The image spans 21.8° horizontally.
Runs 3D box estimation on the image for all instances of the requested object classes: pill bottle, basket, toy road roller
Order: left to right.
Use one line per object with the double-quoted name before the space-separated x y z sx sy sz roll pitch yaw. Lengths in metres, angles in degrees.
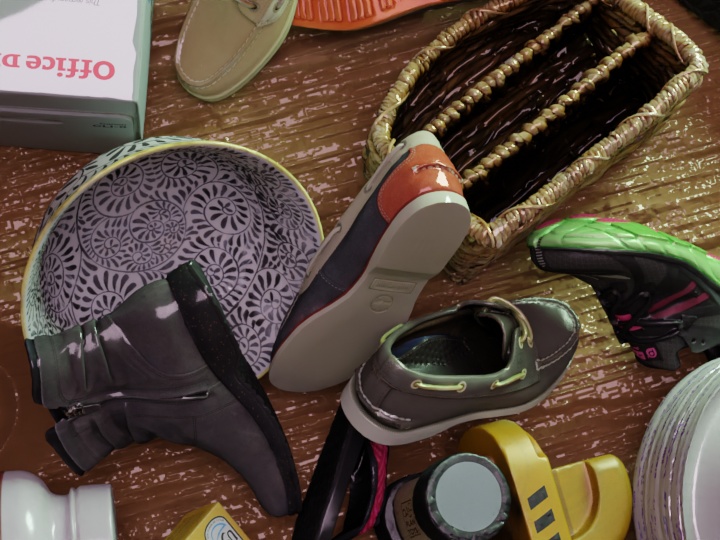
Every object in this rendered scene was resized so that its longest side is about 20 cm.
"pill bottle" -0.250 0.183 1.156 0.198 0.112 0.113 -5 80 -6
"basket" 0.103 -0.110 1.224 0.200 0.149 0.143 -38 85 -10
"toy road roller" 0.106 0.194 1.184 0.145 0.123 0.201 -13 80 -19

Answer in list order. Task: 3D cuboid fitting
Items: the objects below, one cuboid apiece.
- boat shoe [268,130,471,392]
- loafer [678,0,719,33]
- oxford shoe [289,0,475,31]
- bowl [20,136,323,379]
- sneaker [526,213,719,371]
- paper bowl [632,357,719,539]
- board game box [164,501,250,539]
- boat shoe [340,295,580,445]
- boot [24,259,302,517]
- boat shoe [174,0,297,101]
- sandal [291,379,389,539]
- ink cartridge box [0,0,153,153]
"boat shoe" 0.000 0.000 1.164 0.071 0.200 0.063 8 45 -33
"loafer" 0.273 -0.201 1.302 0.071 0.073 0.200 -40 90 -21
"oxford shoe" 0.022 -0.199 1.280 0.198 0.073 0.072 -3 91 13
"bowl" -0.131 -0.013 1.195 0.200 0.202 0.094 -26 39 -9
"sneaker" 0.193 0.020 1.221 0.199 0.077 0.084 21 90 -26
"paper bowl" 0.280 0.148 1.185 0.199 0.104 0.202 3 82 -24
"board game box" -0.076 0.266 1.133 0.200 0.040 0.153 51 49 -11
"boat shoe" 0.076 0.053 1.191 0.201 0.060 0.072 -18 59 -41
"boot" -0.124 0.096 1.175 0.131 0.070 0.201 -27 118 -4
"boat shoe" -0.071 -0.204 1.236 0.071 0.064 0.201 35 105 16
"sandal" 0.001 0.124 1.212 0.045 0.075 0.201 23 76 -12
"ink cartridge box" -0.206 -0.188 1.212 0.144 0.145 0.202 4 79 -5
